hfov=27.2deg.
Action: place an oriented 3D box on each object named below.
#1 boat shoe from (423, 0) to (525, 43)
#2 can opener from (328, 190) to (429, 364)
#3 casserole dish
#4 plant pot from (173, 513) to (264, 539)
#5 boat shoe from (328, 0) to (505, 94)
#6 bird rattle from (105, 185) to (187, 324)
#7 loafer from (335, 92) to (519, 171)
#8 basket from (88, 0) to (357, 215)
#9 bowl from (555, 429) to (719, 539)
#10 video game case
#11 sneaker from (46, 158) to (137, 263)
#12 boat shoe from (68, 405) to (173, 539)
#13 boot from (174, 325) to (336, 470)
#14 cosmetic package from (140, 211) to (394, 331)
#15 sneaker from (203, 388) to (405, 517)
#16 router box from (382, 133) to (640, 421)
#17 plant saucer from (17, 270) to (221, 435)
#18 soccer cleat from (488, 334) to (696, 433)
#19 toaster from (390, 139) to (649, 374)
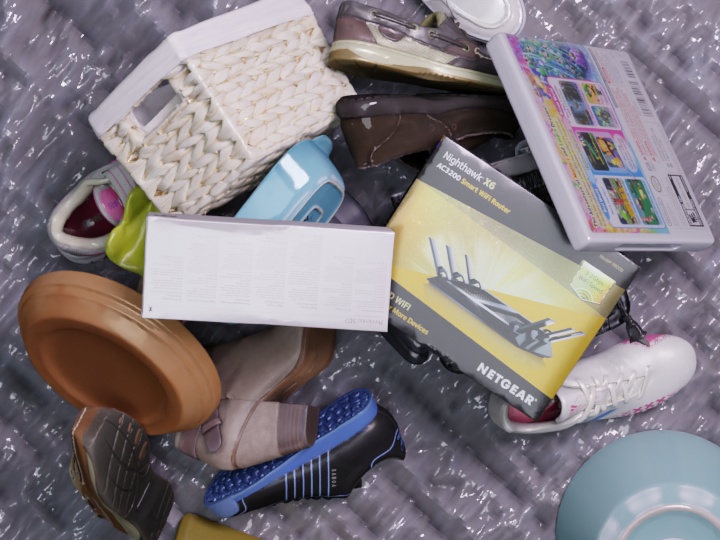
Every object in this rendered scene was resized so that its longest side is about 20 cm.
[{"bbox_3d":[0.069,-0.280,1.326,0.075,0.086,0.202,-44,92,8],"label":"boat shoe"},{"bbox_3d":[0.000,0.000,1.341,0.078,0.064,0.201,-33,67,-9],"label":"can opener"},{"bbox_3d":[-0.078,-0.026,1.278,0.039,0.121,0.201,38,91,14],"label":"casserole dish"},{"bbox_3d":[-0.119,0.368,1.361,0.193,0.200,0.197,19,97,1],"label":"plant pot"},{"bbox_3d":[0.066,-0.196,1.315,0.199,0.072,0.067,5,90,-27],"label":"boat shoe"},{"bbox_3d":[-0.156,0.017,1.351,0.162,0.201,0.113,-18,57,-24],"label":"bird rattle"},{"bbox_3d":[0.061,-0.120,1.317,0.198,0.073,0.072,-4,99,-34],"label":"loafer"},{"bbox_3d":[-0.109,-0.140,1.280,0.135,0.200,0.124,-36,90,37],"label":"basket"},{"bbox_3d":[0.283,0.256,1.369,0.199,0.105,0.203,0,96,3],"label":"bowl"},{"bbox_3d":[0.206,-0.107,1.270,0.024,0.181,0.202,-38,64,40],"label":"video game case"},{"bbox_3d":[-0.205,-0.069,1.368,0.199,0.088,0.082,-36,94,7],"label":"sneaker"},{"bbox_3d":[-0.233,0.188,1.364,0.073,0.201,0.076,15,58,19],"label":"boat shoe"},{"bbox_3d":[-0.103,0.087,1.391,0.145,0.070,0.202,0,68,24],"label":"boot"},{"bbox_3d":[-0.075,0.001,1.203,0.198,0.051,0.083,4,95,-6],"label":"cosmetic package"},{"bbox_3d":[-0.051,0.191,1.401,0.199,0.070,0.078,-30,114,15],"label":"sneaker"},{"bbox_3d":[0.110,0.005,1.256,0.199,0.052,0.158,33,97,-1],"label":"router box"},{"bbox_3d":[-0.219,0.082,1.315,0.199,0.201,0.038,28,55,0],"label":"plant saucer"},{"bbox_3d":[0.215,0.112,1.364,0.198,0.086,0.071,-16,96,5],"label":"soccer cleat"},{"bbox_3d":[0.140,-0.009,1.338,0.179,0.119,0.202,-17,95,6],"label":"toaster"}]
